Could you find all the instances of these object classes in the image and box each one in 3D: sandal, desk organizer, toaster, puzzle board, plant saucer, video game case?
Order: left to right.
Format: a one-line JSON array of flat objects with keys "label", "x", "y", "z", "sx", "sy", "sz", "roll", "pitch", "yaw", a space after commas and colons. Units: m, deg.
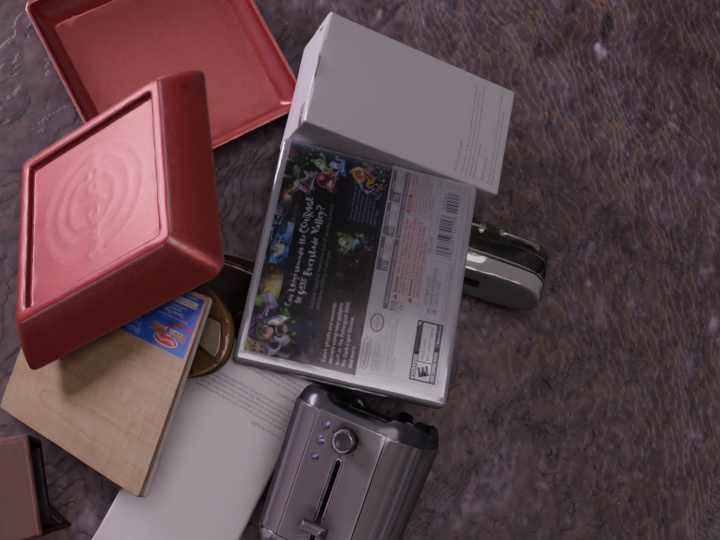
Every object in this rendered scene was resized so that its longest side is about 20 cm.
[{"label": "desk organizer", "x": -0.266, "y": 0.168, "z": 0.652, "sx": 0.076, "sy": 0.200, "sz": 0.073, "roll": -10, "pitch": 79, "yaw": -15}, {"label": "puzzle board", "x": -0.205, "y": 0.070, "z": 0.704, "sx": 0.198, "sy": 0.017, "sz": 0.153, "roll": 17, "pitch": 86, "yaw": 37}, {"label": "plant saucer", "x": -0.205, "y": -0.050, "z": 0.706, "sx": 0.198, "sy": 0.037, "sz": 0.203, "roll": -25, "pitch": 56, "yaw": 20}, {"label": "sandal", "x": -0.170, "y": 0.049, "z": 0.730, "sx": 0.054, "sy": 0.197, "sz": 0.082, "roll": 20, "pitch": 71, "yaw": -49}, {"label": "plant saucer", "x": -0.181, "y": -0.198, "z": 0.837, "sx": 0.197, "sy": 0.037, "sz": 0.202, "roll": -28, "pitch": 84, "yaw": -16}, {"label": "toaster", "x": -0.007, "y": 0.172, "z": 0.719, "sx": 0.112, "sy": 0.200, "sz": 0.131, "roll": 21, "pitch": 85, "yaw": 13}, {"label": "video game case", "x": 0.000, "y": 0.000, "z": 0.755, "sx": 0.178, "sy": 0.023, "sz": 0.204, "roll": 13, "pitch": 70, "yaw": -6}]

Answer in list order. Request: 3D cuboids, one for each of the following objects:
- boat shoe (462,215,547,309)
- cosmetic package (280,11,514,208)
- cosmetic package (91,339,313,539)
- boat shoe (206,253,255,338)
[{"label": "boat shoe", "x": 0.083, "y": -0.026, "z": 0.835, "sx": 0.197, "sy": 0.071, "sz": 0.065, "roll": 22, "pitch": 63, "yaw": -6}, {"label": "cosmetic package", "x": 0.035, "y": -0.140, "z": 0.823, "sx": 0.197, "sy": 0.081, "sz": 0.115, "roll": 20, "pitch": 71, "yaw": -16}, {"label": "cosmetic package", "x": -0.129, "y": 0.163, "z": 0.738, "sx": 0.106, "sy": 0.085, "sz": 0.202, "roll": 30, "pitch": 74, "yaw": -3}, {"label": "boat shoe", "x": -0.074, "y": 0.036, "z": 0.784, "sx": 0.198, "sy": 0.072, "sz": 0.073, "roll": 30, "pitch": 73, "yaw": -3}]
